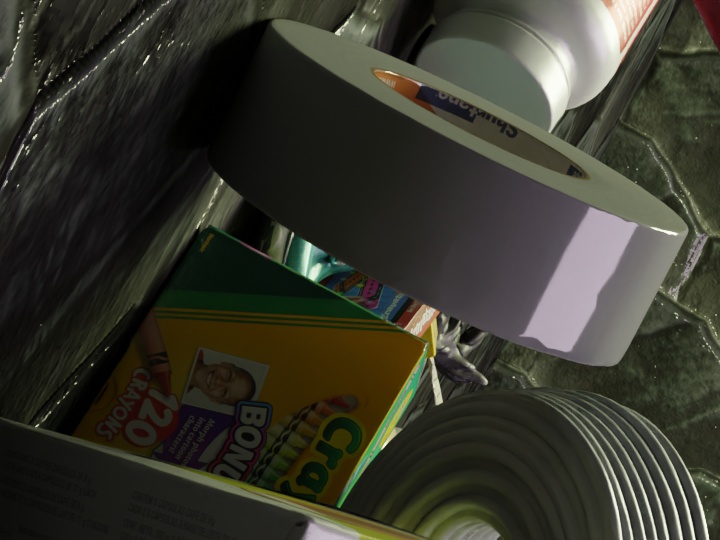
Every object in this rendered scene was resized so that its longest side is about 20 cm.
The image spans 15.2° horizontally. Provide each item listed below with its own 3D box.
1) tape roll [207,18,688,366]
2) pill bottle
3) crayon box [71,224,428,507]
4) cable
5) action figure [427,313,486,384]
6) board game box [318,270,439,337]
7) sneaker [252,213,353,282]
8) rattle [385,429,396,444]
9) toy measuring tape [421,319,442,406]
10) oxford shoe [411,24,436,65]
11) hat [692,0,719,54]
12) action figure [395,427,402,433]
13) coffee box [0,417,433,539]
[{"bbox_3d":[0.037,-0.035,1.147,0.066,0.200,0.200,-63,173,9],"label":"tape roll"},{"bbox_3d":[0.111,-0.164,1.526,0.200,0.112,0.112,-57,171,-34],"label":"pill bottle"},{"bbox_3d":[-0.068,0.093,1.205,0.200,0.119,0.058,-59,172,-26],"label":"crayon box"},{"bbox_3d":[0.057,0.145,1.131,0.200,0.069,0.201,11,-94,52],"label":"cable"},{"bbox_3d":[0.058,-0.012,1.682,0.102,0.119,0.200,-48,-166,40],"label":"action figure"},{"bbox_3d":[0.000,0.000,1.409,0.200,0.103,0.020,-50,141,-60],"label":"board game box"},{"bbox_3d":[-0.001,-0.032,1.367,0.200,0.079,0.078,-52,168,-51],"label":"sneaker"},{"bbox_3d":[-0.056,0.060,1.524,0.130,0.143,0.200,-31,-156,25],"label":"rattle"},{"bbox_3d":[0.011,0.040,1.587,0.074,0.073,0.201,-46,131,-65],"label":"toy measuring tape"},{"bbox_3d":[0.076,-0.112,1.644,0.072,0.071,0.200,-65,174,14],"label":"oxford shoe"},{"bbox_3d":[0.166,-0.234,1.390,0.166,0.176,0.200,-61,172,-11],"label":"hat"},{"bbox_3d":[-0.018,0.138,1.790,0.119,0.102,0.200,-49,172,-10],"label":"action figure"},{"bbox_3d":[-0.040,0.186,1.019,0.197,0.199,0.201,19,86,-41],"label":"coffee box"}]
